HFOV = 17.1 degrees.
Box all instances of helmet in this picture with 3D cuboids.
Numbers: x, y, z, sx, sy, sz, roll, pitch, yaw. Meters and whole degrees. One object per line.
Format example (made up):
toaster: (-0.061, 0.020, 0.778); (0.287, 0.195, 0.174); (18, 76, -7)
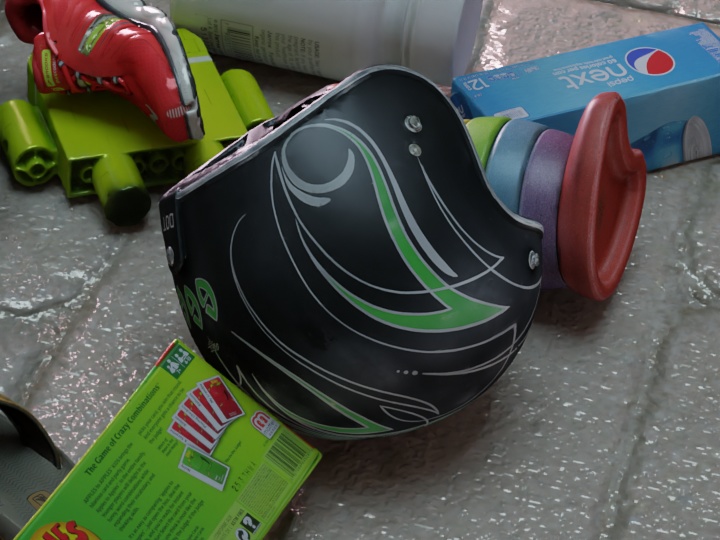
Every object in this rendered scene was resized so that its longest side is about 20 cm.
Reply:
helmet: (0.000, 0.000, 1.329); (0.199, 0.191, 0.200); (-32, 7, 4)

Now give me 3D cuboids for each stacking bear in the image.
stacking bear: (0.061, -0.048, 1.470); (0.199, 0.122, 0.114); (7, 68, 20)

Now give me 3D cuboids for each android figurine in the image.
android figurine: (-0.148, -0.102, 1.569); (0.181, 0.041, 0.200); (-10, 40, -19)

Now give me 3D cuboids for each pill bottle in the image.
pill bottle: (-0.021, -0.189, 1.639); (0.199, 0.115, 0.115); (13, 37, 10)

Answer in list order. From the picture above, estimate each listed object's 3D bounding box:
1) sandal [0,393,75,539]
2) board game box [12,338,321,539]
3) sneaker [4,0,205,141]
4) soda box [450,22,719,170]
sandal: (-0.201, 0.100, 1.283); (0.199, 0.055, 0.082); (30, 43, 29)
board game box: (-0.109, 0.133, 1.224); (0.101, 0.048, 0.200); (38, 41, -1)
sneaker: (-0.164, -0.130, 1.526); (0.085, 0.077, 0.200); (-27, 41, -19)
soda box: (0.157, -0.103, 1.583); (0.199, 0.068, 0.064); (-14, 41, -23)
